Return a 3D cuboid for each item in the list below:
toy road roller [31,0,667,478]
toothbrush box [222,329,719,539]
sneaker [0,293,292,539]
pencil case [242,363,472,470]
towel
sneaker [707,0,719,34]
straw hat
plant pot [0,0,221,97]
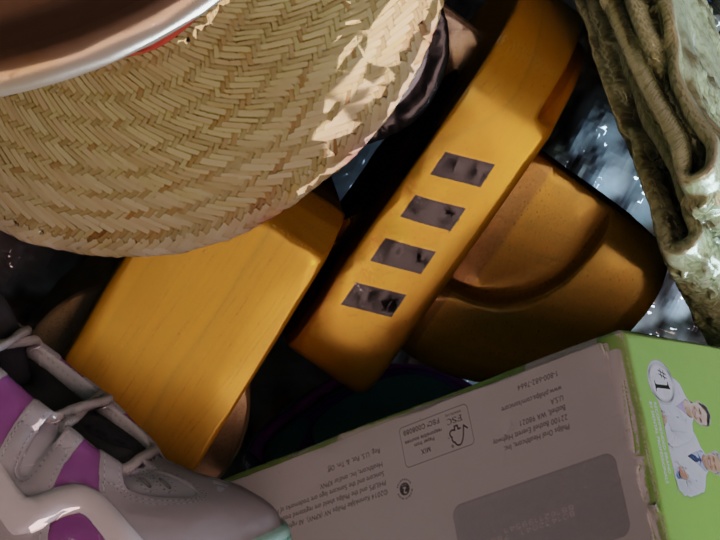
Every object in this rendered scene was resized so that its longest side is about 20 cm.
[{"bbox_3d":[0.000,0.000,0.772,0.146,0.123,0.201,34,96,-7],"label":"toy road roller"},{"bbox_3d":[0.080,0.085,0.742,0.199,0.145,0.087,8,65,-51],"label":"toothbrush box"},{"bbox_3d":[-0.107,0.010,0.673,0.198,0.078,0.141,10,96,4],"label":"sneaker"},{"bbox_3d":[0.011,0.138,0.877,0.085,0.092,0.201,-16,117,-18],"label":"pencil case"},{"bbox_3d":[0.105,-0.035,0.787,0.036,0.149,0.200,-20,151,10],"label":"towel"},{"bbox_3d":[0.187,-0.077,0.882,0.200,0.077,0.085,40,87,-32],"label":"sneaker"},{"bbox_3d":[-0.077,-0.107,0.675,0.202,0.201,0.085,-54,164,4],"label":"straw hat"},{"bbox_3d":[-0.090,-0.140,0.484,0.199,0.093,0.202,-9,114,-22],"label":"plant pot"}]
